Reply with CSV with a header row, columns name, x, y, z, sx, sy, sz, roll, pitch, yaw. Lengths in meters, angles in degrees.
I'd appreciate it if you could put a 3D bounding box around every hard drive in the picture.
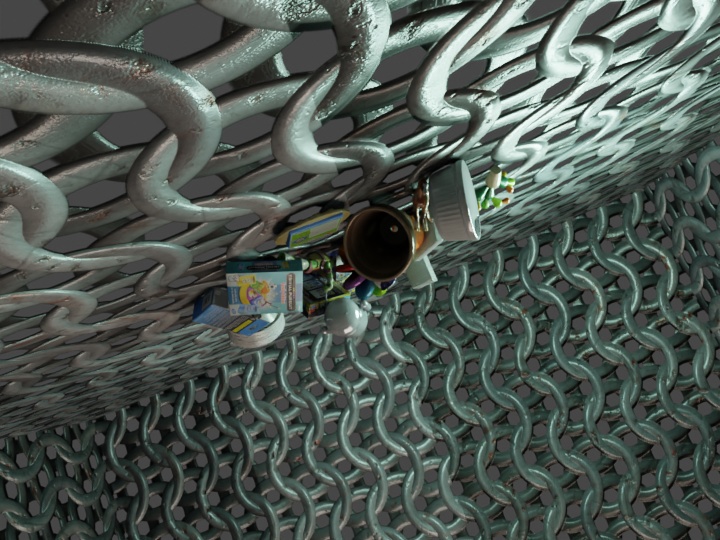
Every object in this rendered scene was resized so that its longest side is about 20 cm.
name,x,y,z,sx,sy,sz,roll,pitch,yaw
hard drive,0.201,-0.122,1.724,0.026,0.135,0.200,-1,164,-16

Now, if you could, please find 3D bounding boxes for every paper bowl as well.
name,x,y,z,sx,sy,sz,roll,pitch,yaw
paper bowl,-0.360,0.157,1.876,0.196,0.106,0.202,-6,-146,4

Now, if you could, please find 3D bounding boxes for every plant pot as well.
name,x,y,z,sx,sy,sz,roll,pitch,yaw
plant pot,0.072,-0.091,1.508,0.198,0.203,0.174,-27,-174,27

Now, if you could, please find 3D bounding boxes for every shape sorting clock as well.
name,x,y,z,sx,sy,sz,roll,pitch,yaw
shape sorting clock,-0.118,-0.108,1.357,0.197,0.040,0.200,-23,171,-4

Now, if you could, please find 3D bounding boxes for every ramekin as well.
name,x,y,z,sx,sy,sz,roll,pitch,yaw
ramekin,0.237,-0.167,1.403,0.093,0.207,0.202,-12,174,20

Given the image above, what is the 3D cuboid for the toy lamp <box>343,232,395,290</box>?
name,x,y,z,sx,sy,sz,roll,pitch,yaw
toy lamp,0.023,-0.038,1.591,0.058,0.201,0.058,-36,-170,8

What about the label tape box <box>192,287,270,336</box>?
name,x,y,z,sx,sy,sz,roll,pitch,yaw
label tape box,-0.393,0.129,1.700,0.198,0.064,0.143,21,145,-34

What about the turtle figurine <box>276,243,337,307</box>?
name,x,y,z,sx,sy,sz,roll,pitch,yaw
turtle figurine,-0.155,0.018,1.604,0.200,0.145,0.193,-45,152,20

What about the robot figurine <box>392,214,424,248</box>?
name,x,y,z,sx,sy,sz,roll,pitch,yaw
robot figurine,0.124,-0.101,1.725,0.142,0.119,0.200,-14,168,-28

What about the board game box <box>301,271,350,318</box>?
name,x,y,z,sx,sy,sz,roll,pitch,yaw
board game box,-0.155,0.066,1.787,0.163,0.199,0.058,-12,125,-38

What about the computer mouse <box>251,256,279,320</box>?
name,x,y,z,sx,sy,sz,roll,pitch,yaw
computer mouse,-0.286,0.038,1.555,0.052,0.140,0.200,-9,154,-47

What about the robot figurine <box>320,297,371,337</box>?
name,x,y,z,sx,sy,sz,roll,pitch,yaw
robot figurine,-0.044,0.144,1.681,0.168,0.114,0.200,-35,165,5

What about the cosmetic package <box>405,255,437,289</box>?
name,x,y,z,sx,sy,sz,roll,pitch,yaw
cosmetic package,0.186,-0.042,1.929,0.089,0.203,0.107,-22,173,16

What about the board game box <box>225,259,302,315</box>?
name,x,y,z,sx,sy,sz,roll,pitch,yaw
board game box,-0.253,0.047,1.478,0.196,0.047,0.153,-2,132,-9

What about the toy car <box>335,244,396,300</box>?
name,x,y,z,sx,sy,sz,roll,pitch,yaw
toy car,0.000,0.000,1.687,0.149,0.203,0.174,-33,-170,-32

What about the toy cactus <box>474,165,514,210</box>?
name,x,y,z,sx,sy,sz,roll,pitch,yaw
toy cactus,0.384,-0.250,1.648,0.197,0.103,0.166,-18,151,-11

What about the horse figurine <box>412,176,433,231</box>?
name,x,y,z,sx,sy,sz,roll,pitch,yaw
horse figurine,0.163,-0.172,1.478,0.049,0.136,0.200,0,-178,11

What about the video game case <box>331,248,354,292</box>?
name,x,y,z,sx,sy,sz,roll,pitch,yaw
video game case,-0.005,-0.012,1.868,0.197,0.036,0.184,-19,134,-23
